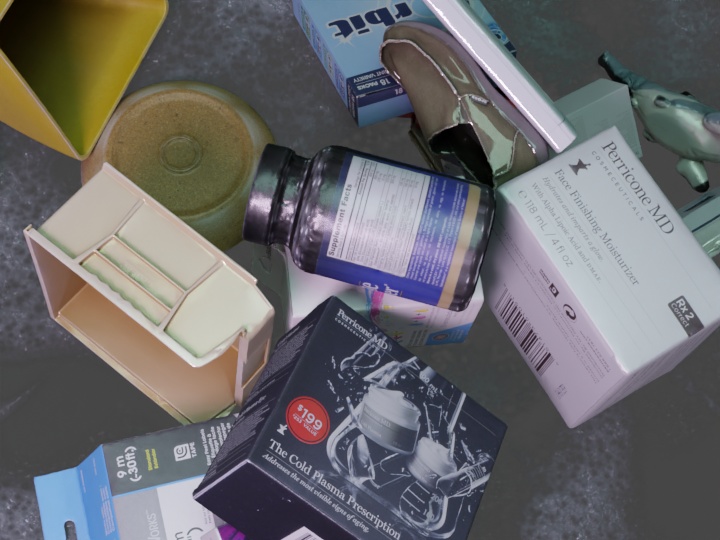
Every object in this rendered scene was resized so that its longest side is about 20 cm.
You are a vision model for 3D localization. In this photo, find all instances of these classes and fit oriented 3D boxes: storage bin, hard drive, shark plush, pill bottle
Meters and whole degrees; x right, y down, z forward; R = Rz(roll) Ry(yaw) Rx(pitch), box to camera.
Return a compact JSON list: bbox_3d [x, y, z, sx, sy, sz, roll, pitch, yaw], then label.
[{"bbox_3d":[-0.179,0.034,1.116,0.198,0.200,0.094,38,68,9],"label":"storage bin"},{"bbox_3d":[0.123,-0.195,1.160,0.027,0.132,0.200,-42,93,13],"label":"hard drive"},{"bbox_3d":[0.331,-0.160,1.336,0.200,0.091,0.083,30,45,29],"label":"shark plush"},{"bbox_3d":[0.007,-0.042,1.074,0.199,0.112,0.112,15,68,1],"label":"pill bottle"}]

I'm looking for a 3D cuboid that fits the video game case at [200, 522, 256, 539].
[{"bbox_3d":[-0.017,0.281,1.078,0.200,0.036,0.182,-10,70,-37],"label":"video game case"}]

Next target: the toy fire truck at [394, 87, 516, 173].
[{"bbox_3d":[0.076,-0.131,1.287,0.199,0.049,0.142,4,69,-5],"label":"toy fire truck"}]

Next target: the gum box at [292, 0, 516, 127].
[{"bbox_3d":[0.040,-0.244,1.294,0.169,0.045,0.200,-18,49,-12],"label":"gum box"}]

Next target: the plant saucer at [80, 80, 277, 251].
[{"bbox_3d":[-0.178,-0.109,1.260,0.199,0.035,0.201,2,68,-5],"label":"plant saucer"}]

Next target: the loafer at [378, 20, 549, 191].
[{"bbox_3d":[0.083,-0.148,1.156,0.070,0.075,0.200,-38,74,-25],"label":"loafer"}]

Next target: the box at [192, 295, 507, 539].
[{"bbox_3d":[-0.004,0.159,1.062,0.200,0.104,0.182,37,49,-12],"label":"box"}]

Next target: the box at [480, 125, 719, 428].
[{"bbox_3d":[0.212,0.012,1.163,0.130,0.200,0.199,-29,74,-15],"label":"box"}]

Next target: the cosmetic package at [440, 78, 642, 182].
[{"bbox_3d":[0.182,-0.113,1.269,0.200,0.051,0.083,-27,116,-16],"label":"cosmetic package"}]

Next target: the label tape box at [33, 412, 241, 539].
[{"bbox_3d":[-0.180,0.220,1.115,0.199,0.063,0.145,-12,70,-11],"label":"label tape box"}]

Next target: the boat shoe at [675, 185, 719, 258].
[{"bbox_3d":[0.375,-0.048,1.281,0.200,0.071,0.070,-28,97,-18],"label":"boat shoe"}]

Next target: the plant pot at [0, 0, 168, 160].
[{"bbox_3d":[-0.332,-0.255,1.222,0.176,0.200,0.200,15,67,22],"label":"plant pot"}]

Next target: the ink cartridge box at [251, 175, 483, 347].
[{"bbox_3d":[0.000,0.000,1.186,0.199,0.129,0.126,-5,70,-7],"label":"ink cartridge box"}]
